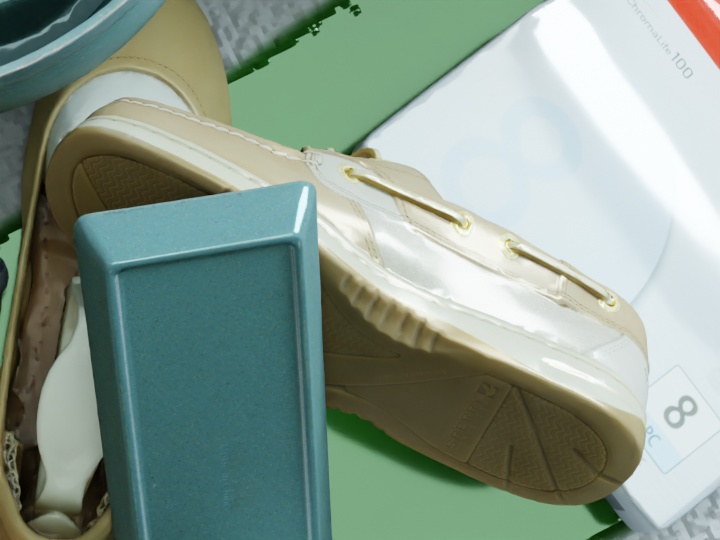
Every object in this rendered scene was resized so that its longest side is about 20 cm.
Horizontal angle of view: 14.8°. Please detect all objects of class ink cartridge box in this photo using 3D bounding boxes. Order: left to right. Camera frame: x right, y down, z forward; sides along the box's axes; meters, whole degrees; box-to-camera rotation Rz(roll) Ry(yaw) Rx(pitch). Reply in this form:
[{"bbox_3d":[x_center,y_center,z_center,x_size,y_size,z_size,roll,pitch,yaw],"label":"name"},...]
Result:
[{"bbox_3d":[0.122,-0.036,0.917,0.200,0.047,0.160,-38,92,-5],"label":"ink cartridge box"}]

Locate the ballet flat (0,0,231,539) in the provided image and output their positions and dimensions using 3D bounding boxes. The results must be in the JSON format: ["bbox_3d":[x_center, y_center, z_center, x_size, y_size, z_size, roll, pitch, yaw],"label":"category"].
[{"bbox_3d":[-0.078,0.000,0.881,0.069,0.063,0.200,9,86,-8],"label":"ballet flat"}]

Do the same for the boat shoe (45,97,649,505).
[{"bbox_3d":[0.000,0.000,0.852,0.200,0.074,0.069,30,44,-8],"label":"boat shoe"}]

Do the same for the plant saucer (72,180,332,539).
[{"bbox_3d":[-0.043,0.058,0.839,0.070,0.019,0.200,-9,133,-8],"label":"plant saucer"}]

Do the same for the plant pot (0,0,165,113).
[{"bbox_3d":[-0.130,-0.129,0.834,0.200,0.134,0.201,0,77,2],"label":"plant pot"}]

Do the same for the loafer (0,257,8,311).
[{"bbox_3d":[-0.211,0.022,0.864,0.200,0.072,0.063,-1,107,-12],"label":"loafer"}]
